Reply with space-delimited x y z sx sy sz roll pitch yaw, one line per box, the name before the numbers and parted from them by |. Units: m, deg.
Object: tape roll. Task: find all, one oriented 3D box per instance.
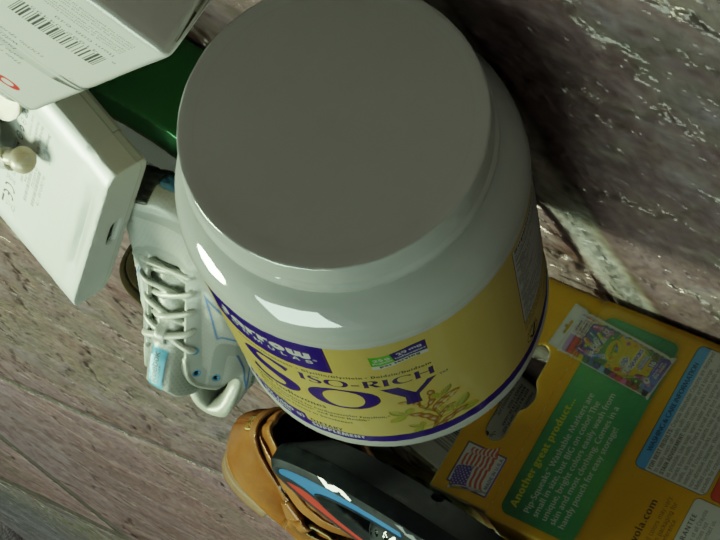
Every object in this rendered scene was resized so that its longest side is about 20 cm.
tape roll | -0.109 -0.071 1.193 0.200 0.048 0.200 29 165 8

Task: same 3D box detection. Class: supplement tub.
supplement tub | 0.003 -0.020 0.951 0.145 0.146 0.200 26 165 17

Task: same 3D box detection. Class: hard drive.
hard drive | -0.187 -0.090 1.129 0.200 0.026 0.132 49 150 13

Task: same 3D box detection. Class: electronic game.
electronic game | 0.039 0.148 1.152 0.200 0.042 0.200 32 170 7

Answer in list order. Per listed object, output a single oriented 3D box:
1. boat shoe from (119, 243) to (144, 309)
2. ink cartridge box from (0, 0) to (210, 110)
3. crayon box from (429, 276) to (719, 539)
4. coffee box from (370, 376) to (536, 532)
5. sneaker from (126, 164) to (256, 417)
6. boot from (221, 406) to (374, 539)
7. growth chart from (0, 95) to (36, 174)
boat shoe | -0.063 0.021 1.350 0.200 0.072 0.068 16 158 44
ink cartridge box | -0.149 -0.148 0.955 0.145 0.085 0.200 36 162 -18
crayon box | 0.150 0.098 1.080 0.200 0.126 0.052 23 164 29
coffee box | 0.085 0.119 1.360 0.200 0.080 0.113 40 164 -27
sneaker | -0.086 0.019 1.179 0.075 0.087 0.200 25 162 29
boot | 0.010 0.145 1.327 0.200 0.077 0.155 41 162 -2
growth chart | -0.229 -0.136 1.104 0.145 0.018 0.200 2 121 55
